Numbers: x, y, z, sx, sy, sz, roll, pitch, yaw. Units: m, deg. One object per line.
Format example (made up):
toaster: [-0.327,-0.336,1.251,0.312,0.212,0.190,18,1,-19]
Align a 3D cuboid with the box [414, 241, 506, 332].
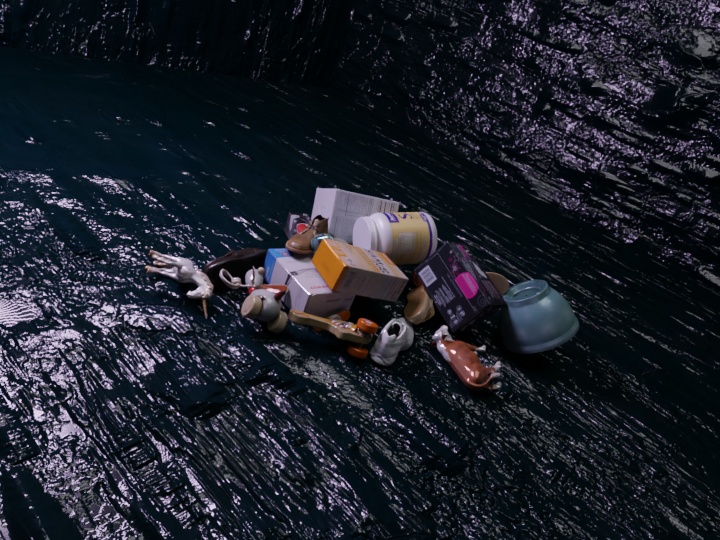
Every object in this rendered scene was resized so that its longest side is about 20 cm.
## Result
box: [0.259,0.044,1.349,0.115,0.132,0.200,4,50,-52]

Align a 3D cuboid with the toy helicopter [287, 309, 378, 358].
toy helicopter: [-0.067,0.118,1.144,0.199,0.079,0.132,18,9,-22]

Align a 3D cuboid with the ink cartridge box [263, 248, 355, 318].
ink cartridge box: [-0.128,0.030,1.256,0.144,0.084,0.200,-3,35,-41]

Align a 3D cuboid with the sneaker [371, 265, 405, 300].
sneaker: [0.059,0.015,1.425,0.081,0.077,0.200,31,27,22]

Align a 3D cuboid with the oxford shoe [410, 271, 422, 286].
oxford shoe: [0.214,0.010,1.572,0.200,0.071,0.072,-11,12,-41]

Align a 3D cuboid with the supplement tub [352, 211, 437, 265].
supplement tub: [0.093,-0.086,1.411,0.199,0.146,0.146,-4,35,-24]

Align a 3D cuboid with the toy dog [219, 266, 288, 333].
toy dog: [-0.211,0.042,1.138,0.200,0.096,0.132,51,14,33]

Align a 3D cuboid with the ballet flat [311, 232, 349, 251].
ballet flat: [-0.042,-0.040,1.321,0.074,0.074,0.200,44,9,38]

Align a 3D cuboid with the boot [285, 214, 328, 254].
boot: [-0.133,-0.095,1.319,0.073,0.076,0.200,23,23,9]

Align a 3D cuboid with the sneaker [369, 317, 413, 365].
sneaker: [0.088,0.147,1.199,0.070,0.080,0.200,26,23,13]

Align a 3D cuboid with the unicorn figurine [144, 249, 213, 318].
unicorn figurine: [-0.393,0.007,1.124,0.137,0.074,0.200,19,20,-27]

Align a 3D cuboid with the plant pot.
plant pot: [0.451,0.108,1.353,0.200,0.135,0.200,-23,15,6]

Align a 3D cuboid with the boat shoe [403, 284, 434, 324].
boat shoe: [0.161,0.097,1.333,0.069,0.074,0.200,52,18,-9]

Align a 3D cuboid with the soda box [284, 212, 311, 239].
soda box: [-0.154,-0.089,1.469,0.063,0.071,0.200,2,33,-30]

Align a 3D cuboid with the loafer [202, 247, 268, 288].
loafer: [-0.305,-0.010,1.239,0.071,0.073,0.200,19,21,28]

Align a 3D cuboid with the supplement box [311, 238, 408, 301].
supplement box: [0.000,0.000,1.242,0.200,0.074,0.126,12,26,-39]

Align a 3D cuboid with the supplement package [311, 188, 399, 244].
supplement package: [-0.024,-0.155,1.534,0.199,0.148,0.191,9,6,-22]

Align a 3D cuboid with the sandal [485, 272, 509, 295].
sandal: [0.314,0.050,1.431,0.070,0.211,0.078,-22,91,-60]

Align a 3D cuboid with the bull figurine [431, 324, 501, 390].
bull figurine: [0.250,0.208,1.214,0.121,0.065,0.200,4,32,-23]
